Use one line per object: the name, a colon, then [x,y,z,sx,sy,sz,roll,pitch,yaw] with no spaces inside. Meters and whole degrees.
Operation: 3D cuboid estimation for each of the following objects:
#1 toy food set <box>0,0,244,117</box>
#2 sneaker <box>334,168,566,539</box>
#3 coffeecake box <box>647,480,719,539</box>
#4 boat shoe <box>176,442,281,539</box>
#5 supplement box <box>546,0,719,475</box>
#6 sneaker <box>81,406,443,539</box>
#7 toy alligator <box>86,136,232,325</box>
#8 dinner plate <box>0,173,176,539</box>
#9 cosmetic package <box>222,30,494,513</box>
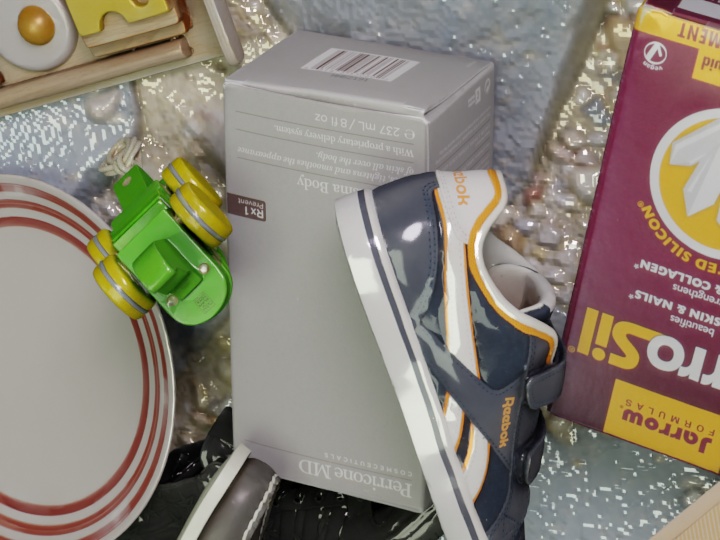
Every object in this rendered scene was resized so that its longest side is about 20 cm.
toy food set: [-0.160,-0.141,1.093,0.199,0.060,0.144,-12,109,29]
sneaker: [0.054,0.050,0.997,0.079,0.079,0.201,-18,117,2]
coffeecake box: [0.229,0.155,1.005,0.199,0.073,0.154,26,128,-26]
boat shoe: [-0.073,0.176,1.104,0.060,0.072,0.202,26,113,8]
supplement box: [0.158,-0.022,0.993,0.110,0.086,0.201,19,121,14]
sneaker: [-0.040,0.111,1.162,0.199,0.060,0.104,-30,103,37]
toy alligator: [-0.087,-0.015,1.063,0.059,0.200,0.054,-43,109,5]
dinner plate: [-0.171,0.049,1.191,0.199,0.024,0.202,6,102,32]
cosmetic package: [0.000,0.000,1.075,0.106,0.090,0.202,10,115,23]
